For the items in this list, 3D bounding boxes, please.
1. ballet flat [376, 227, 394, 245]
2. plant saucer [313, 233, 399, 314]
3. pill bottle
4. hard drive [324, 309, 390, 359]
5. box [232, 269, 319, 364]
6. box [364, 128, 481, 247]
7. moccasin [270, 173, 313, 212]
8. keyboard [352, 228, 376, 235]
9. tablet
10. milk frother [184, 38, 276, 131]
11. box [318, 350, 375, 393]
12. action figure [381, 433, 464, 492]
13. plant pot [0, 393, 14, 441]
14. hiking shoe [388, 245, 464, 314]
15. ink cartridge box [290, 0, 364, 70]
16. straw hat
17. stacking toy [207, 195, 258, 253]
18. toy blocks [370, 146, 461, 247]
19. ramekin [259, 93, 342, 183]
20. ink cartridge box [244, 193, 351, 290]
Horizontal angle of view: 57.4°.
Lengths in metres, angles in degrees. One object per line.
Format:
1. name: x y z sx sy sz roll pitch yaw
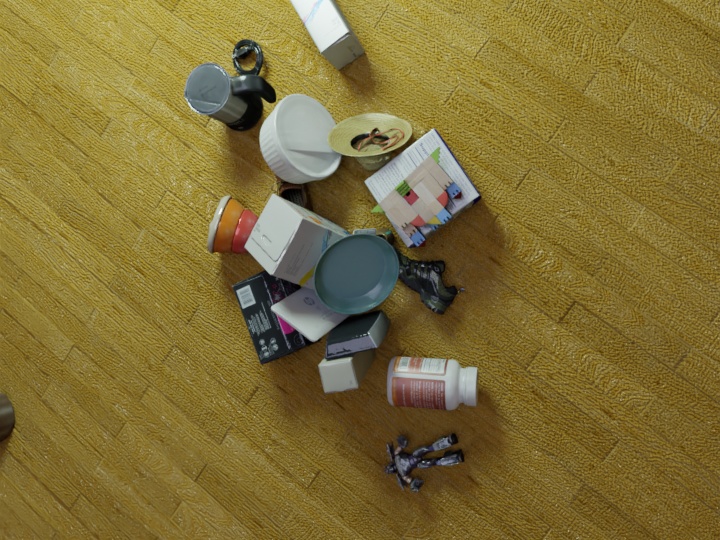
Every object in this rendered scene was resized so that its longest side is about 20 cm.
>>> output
1. ballet flat: 0.006 -0.017 1.548 0.068 0.072 0.200 43 101 6
2. plant saucer: -0.012 0.002 1.464 0.197 0.036 0.202 -8 120 -13
3. pill bottle: 0.165 0.256 1.487 0.197 0.112 0.114 2 91 15
4. hard drive: -0.006 0.140 1.484 0.133 0.200 0.043 -14 99 13
5. box: -0.201 0.105 1.583 0.131 0.115 0.202 -23 83 15
6. box: 0.144 -0.182 1.494 0.199 0.105 0.185 -35 82 13
7. moccasin: -0.170 -0.195 1.591 0.073 0.078 0.204 -15 86 14
8. keyboard: 0.000 0.000 1.508 0.056 0.011 0.202 -2 115 -20
9. tablet: -0.104 0.088 1.517 0.130 0.200 0.014 35 120 13
10. milk frother: -0.314 -0.461 1.572 0.179 0.188 0.202 -27 84 12
11. box: -0.027 0.204 1.489 0.081 0.200 0.069 -12 99 13
12. action figure: 0.135 0.435 1.520 0.198 0.069 0.132 -23 89 17
13. plant pot: -1.061 0.411 1.768 0.197 0.198 0.203 0 91 15
14. hiking shoe: 0.145 0.004 1.520 0.101 0.076 0.200 -45 88 1
15. ink cartridge box: -0.086 -0.588 1.532 0.083 0.145 0.202 -31 83 13
16. straw hat: 0.025 -0.281 1.532 0.198 0.202 0.086 1 133 15
17. stacking toy: -0.265 -0.086 1.612 0.198 0.146 0.148 19 95 -5
18. toy blocks: 0.139 -0.143 1.404 0.200 0.100 0.137 -43 92 12
19. ramekin: -0.144 -0.295 1.530 0.094 0.201 0.205 -20 85 45
20. ink cartridge box: -0.128 -0.055 1.495 0.147 0.199 0.146 39 102 45
